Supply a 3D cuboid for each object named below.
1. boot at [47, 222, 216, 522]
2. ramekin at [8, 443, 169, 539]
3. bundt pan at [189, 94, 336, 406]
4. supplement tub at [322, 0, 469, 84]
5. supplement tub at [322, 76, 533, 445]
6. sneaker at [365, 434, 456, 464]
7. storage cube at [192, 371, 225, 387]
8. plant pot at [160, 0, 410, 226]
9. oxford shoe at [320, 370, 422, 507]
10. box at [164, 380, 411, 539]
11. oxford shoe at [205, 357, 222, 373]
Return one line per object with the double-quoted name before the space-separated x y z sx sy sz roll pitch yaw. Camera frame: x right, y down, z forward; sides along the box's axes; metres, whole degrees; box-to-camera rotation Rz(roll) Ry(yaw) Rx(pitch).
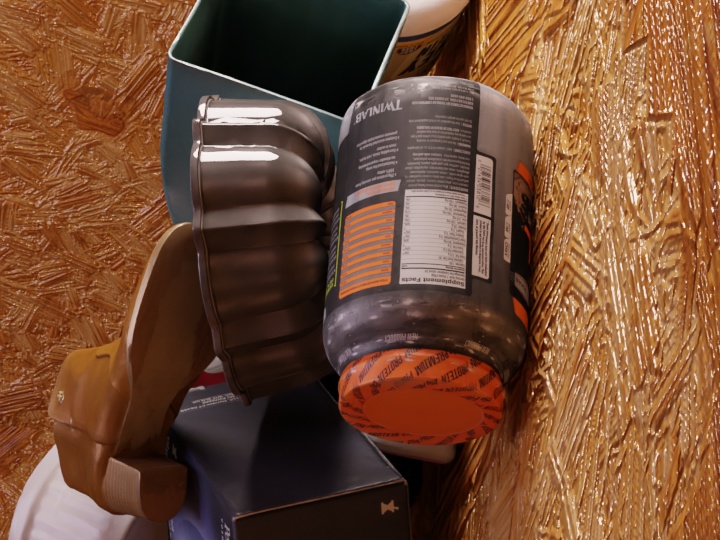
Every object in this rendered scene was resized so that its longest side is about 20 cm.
"boot" -0.156 0.060 1.320 0.144 0.071 0.202 15 98 55
"ramekin" -0.150 0.202 1.469 0.094 0.202 0.203 18 101 43
"bundt pan" -0.049 -0.017 1.283 0.202 0.076 0.202 -6 -90 -83
"supplement tub" 0.008 -0.218 1.585 0.200 0.144 0.145 121 156 -70
"supplement tub" 0.041 -0.005 1.205 0.123 0.122 0.200 114 163 -61
"sneaker" 0.033 0.055 1.387 0.200 0.080 0.089 -117 42 -67
"storage cube" -0.102 0.084 1.815 0.200 0.180 0.171 -70 -7 -67
"plant pot" -0.066 -0.105 1.479 0.200 0.141 0.141 107 -176 -48
"oxford shoe" 0.000 0.087 1.481 0.084 0.073 0.200 56 -168 -35
"box" -0.051 0.197 1.337 0.198 0.123 0.200 -139 41 -62
"oxford shoe" -0.059 0.009 1.442 0.200 0.058 0.075 -39 15 39
